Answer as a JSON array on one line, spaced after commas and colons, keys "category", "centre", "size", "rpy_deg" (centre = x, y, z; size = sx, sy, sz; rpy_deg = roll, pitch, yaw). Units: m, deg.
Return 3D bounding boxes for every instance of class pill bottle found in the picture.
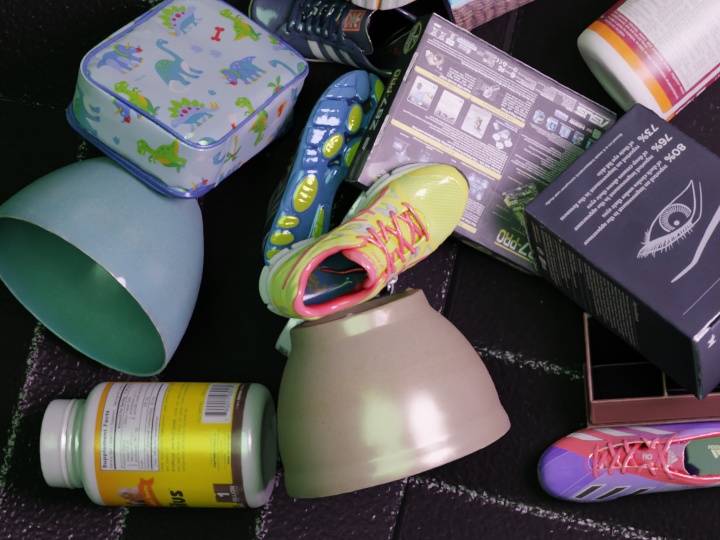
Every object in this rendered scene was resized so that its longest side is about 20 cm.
[{"category": "pill bottle", "centre": [0.296, -0.226, 1.526], "size": [0.200, 0.110, 0.110], "rpy_deg": [-41, 80, 1]}, {"category": "pill bottle", "centre": [-0.178, 0.154, 1.545], "size": [0.197, 0.109, 0.111], "rpy_deg": [0, 84, 8]}]

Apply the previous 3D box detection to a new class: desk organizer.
[{"category": "desk organizer", "centre": [0.291, 0.079, 1.496], "size": [0.197, 0.077, 0.072], "rpy_deg": [-4, 48, 7]}]

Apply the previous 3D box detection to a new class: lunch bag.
[{"category": "lunch bag", "centre": [-0.153, -0.160, 1.542], "size": [0.160, 0.200, 0.083], "rpy_deg": [33, 132, 10]}]

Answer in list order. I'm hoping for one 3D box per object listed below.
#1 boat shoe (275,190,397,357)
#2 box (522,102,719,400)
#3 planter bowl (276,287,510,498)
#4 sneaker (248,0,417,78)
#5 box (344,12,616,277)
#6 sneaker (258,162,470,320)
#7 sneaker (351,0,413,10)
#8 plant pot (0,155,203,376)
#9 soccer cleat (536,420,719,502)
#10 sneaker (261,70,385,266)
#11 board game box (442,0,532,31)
[{"category": "boat shoe", "centre": [0.000, 0.000, 1.558], "size": [0.068, 0.074, 0.201], "rpy_deg": [29, 87, 5]}, {"category": "box", "centre": [0.257, -0.018, 1.454], "size": [0.148, 0.105, 0.200], "rpy_deg": [-41, 58, -13]}, {"category": "planter bowl", "centre": [0.014, 0.095, 1.470], "size": [0.198, 0.200, 0.136], "rpy_deg": [-16, 92, 5]}, {"category": "sneaker", "centre": [-0.011, -0.222, 1.578], "size": [0.198, 0.085, 0.076], "rpy_deg": [16, 86, 9]}, {"category": "box", "centre": [0.107, -0.108, 1.529], "size": [0.198, 0.049, 0.163], "rpy_deg": [25, 85, -17]}, {"category": "sneaker", "centre": [0.013, -0.016, 1.447], "size": [0.199, 0.090, 0.079], "rpy_deg": [-36, 107, -5]}, {"category": "sneaker", "centre": [-0.010, -0.281, 1.552], "size": [0.198, 0.077, 0.079], "rpy_deg": [14, 111, 30]}, {"category": "plant pot", "centre": [-0.215, -0.024, 1.544], "size": [0.199, 0.201, 0.135], "rpy_deg": [31, 63, 10]}, {"category": "soccer cleat", "centre": [0.250, 0.162, 1.507], "size": [0.197, 0.073, 0.069], "rpy_deg": [-6, 84, 7]}, {"category": "sneaker", "centre": [-0.041, -0.090, 1.566], "size": [0.070, 0.083, 0.201], "rpy_deg": [24, 93, -22]}, {"category": "board game box", "centre": [0.117, -0.343, 1.569], "size": [0.158, 0.097, 0.202], "rpy_deg": [-24, 81, 4]}]
